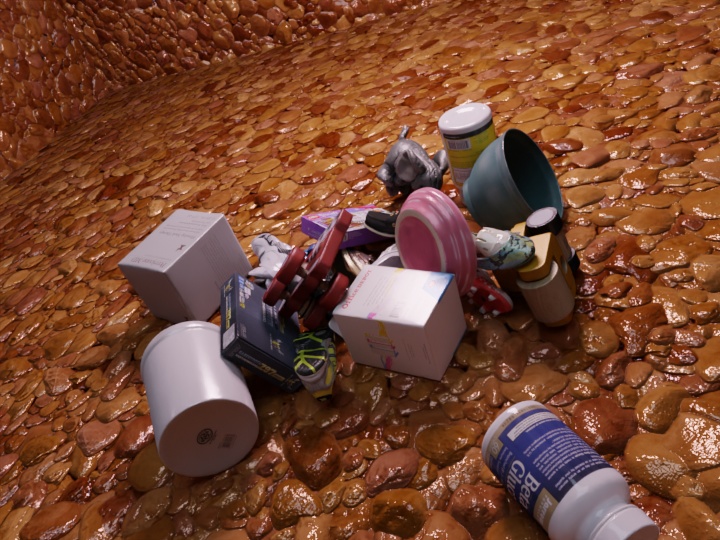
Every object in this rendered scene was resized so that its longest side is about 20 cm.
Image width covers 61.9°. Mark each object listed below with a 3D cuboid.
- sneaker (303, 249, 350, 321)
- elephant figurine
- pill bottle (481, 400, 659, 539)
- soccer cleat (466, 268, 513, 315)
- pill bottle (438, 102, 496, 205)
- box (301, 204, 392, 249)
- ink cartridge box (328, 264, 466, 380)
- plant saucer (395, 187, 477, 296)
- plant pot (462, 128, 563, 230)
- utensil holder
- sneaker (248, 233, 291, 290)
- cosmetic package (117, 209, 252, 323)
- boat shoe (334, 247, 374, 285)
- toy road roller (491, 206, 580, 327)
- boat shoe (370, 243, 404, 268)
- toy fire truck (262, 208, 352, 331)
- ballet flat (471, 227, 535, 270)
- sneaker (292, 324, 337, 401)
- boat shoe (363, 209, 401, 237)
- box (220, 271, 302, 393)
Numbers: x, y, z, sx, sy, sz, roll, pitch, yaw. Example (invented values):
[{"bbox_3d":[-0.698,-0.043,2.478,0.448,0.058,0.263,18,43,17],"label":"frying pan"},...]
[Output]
[{"bbox_3d":[-0.066,0.047,1.194,0.073,0.082,0.201,-9,47,-26],"label":"sneaker"},{"bbox_3d":[0.142,-0.220,1.363,0.141,0.156,0.199,-44,31,-14],"label":"elephant figurine"},{"bbox_3d":[0.244,0.257,0.713,0.110,0.112,0.200,-30,36,-12],"label":"pill bottle"},{"bbox_3d":[0.209,0.015,1.090,0.085,0.069,0.199,-39,34,-17],"label":"soccer cleat"},{"bbox_3d":[0.243,-0.244,1.295,0.113,0.201,0.115,-14,36,10],"label":"pill bottle"},{"bbox_3d":[-0.011,-0.097,1.307,0.198,0.040,0.136,-13,27,-35],"label":"box"},{"bbox_3d":[0.059,0.083,1.026,0.198,0.126,0.129,7,44,33],"label":"ink cartridge box"},{"bbox_3d":[0.121,-0.041,1.050,0.050,0.202,0.200,-21,33,-24],"label":"plant saucer"},{"bbox_3d":[0.289,-0.159,1.192,0.134,0.200,0.201,-27,25,40],"label":"plant pot"},{"bbox_3d":[-0.269,0.209,0.995,0.169,0.171,0.200,-27,37,-8],"label":"utensil holder"},{"bbox_3d":[-0.209,-0.012,1.332,0.115,0.076,0.199,-38,42,-26],"label":"sneaker"},{"bbox_3d":[-0.384,-0.008,1.341,0.166,0.167,0.200,8,45,35],"label":"cosmetic package"},{"bbox_3d":[0.000,0.000,1.227,0.071,0.073,0.200,-5,28,-20],"label":"boat shoe"},{"bbox_3d":[0.285,0.000,1.031,0.145,0.123,0.201,-16,32,33],"label":"toy road roller"},{"bbox_3d":[0.071,-0.019,1.179,0.065,0.073,0.199,16,37,43],"label":"boat shoe"},{"bbox_3d":[-0.084,-0.002,1.083,0.200,0.111,0.169,-48,14,50],"label":"toy fire truck"},{"bbox_3d":[0.204,-0.040,1.004,0.074,0.075,0.199,-38,14,-23],"label":"ballet flat"},{"bbox_3d":[-0.076,0.158,1.051,0.075,0.077,0.200,-16,17,9],"label":"sneaker"},{"bbox_3d":[0.091,-0.094,1.193,0.200,0.064,0.073,18,30,37],"label":"boat shoe"},{"bbox_3d":[-0.177,0.109,1.088,0.051,0.157,0.201,-43,31,17],"label":"box"}]
